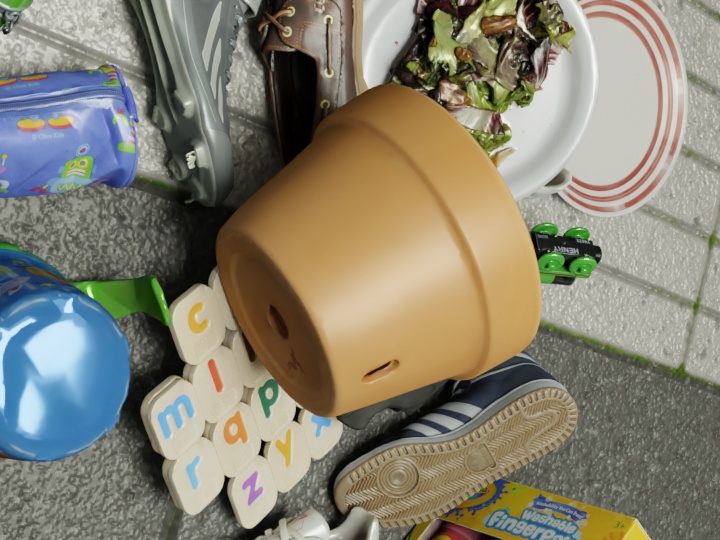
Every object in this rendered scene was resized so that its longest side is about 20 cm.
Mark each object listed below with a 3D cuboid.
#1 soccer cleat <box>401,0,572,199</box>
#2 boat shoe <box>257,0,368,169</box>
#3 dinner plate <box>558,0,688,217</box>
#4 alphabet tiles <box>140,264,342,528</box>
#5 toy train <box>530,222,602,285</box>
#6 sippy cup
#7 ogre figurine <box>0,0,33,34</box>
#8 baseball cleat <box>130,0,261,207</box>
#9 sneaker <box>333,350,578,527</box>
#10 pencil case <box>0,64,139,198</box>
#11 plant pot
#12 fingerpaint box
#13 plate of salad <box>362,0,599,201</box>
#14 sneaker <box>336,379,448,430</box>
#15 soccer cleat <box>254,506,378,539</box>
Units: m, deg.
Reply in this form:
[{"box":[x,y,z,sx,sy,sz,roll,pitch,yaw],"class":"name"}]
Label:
[{"box":[0.102,-0.140,0.978,0.069,0.077,0.201,-48,118,-22],"class":"soccer cleat"},{"box":[-0.037,-0.161,0.881,0.070,0.070,0.202,-19,105,-37],"class":"boat shoe"},{"box":[0.214,-0.148,1.090,0.199,0.024,0.203,-3,95,-35],"class":"dinner plate"},{"box":[-0.072,0.075,0.881,0.200,0.014,0.197,-42,131,-36],"class":"alphabet tiles"},{"box":[0.093,-0.014,0.968,0.198,0.057,0.042,7,53,-18],"class":"toy train"},{"box":[-0.205,0.055,0.745,0.139,0.130,0.179,38,72,-32],"class":"sippy cup"},{"box":[-0.185,-0.241,0.741,0.098,0.119,0.201,43,71,-30],"class":"ogre figurine"},{"box":[-0.099,-0.149,0.840,0.106,0.069,0.202,-23,108,-31],"class":"baseball cleat"},{"box":[0.067,0.128,0.991,0.198,0.109,0.071,-24,113,1],"class":"sneaker"},{"box":[-0.228,-0.079,0.746,0.198,0.087,0.079,-11,78,-35],"class":"pencil case"},{"box":[0.000,0.000,0.799,0.139,0.200,0.202,-30,110,-23],"class":"plant pot"},{"box":[0.106,0.248,0.939,0.167,0.199,0.074,-47,117,-22],"class":"fingerpaint box"},{"box":[0.079,-0.139,0.923,0.198,0.048,0.202,1,107,3],"class":"plate of salad"},{"box":[0.046,0.061,0.967,0.199,0.076,0.092,-16,124,-38],"class":"sneaker"},{"box":[-0.067,0.214,0.890,0.199,0.070,0.087,-3,112,-43],"class":"soccer cleat"}]
